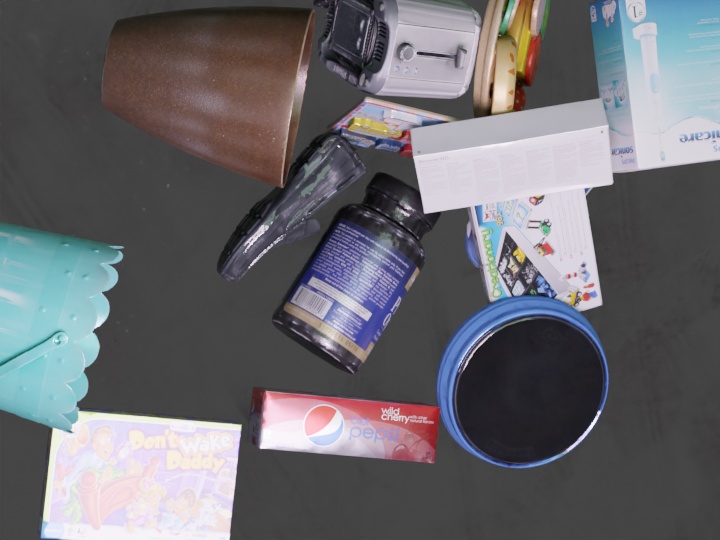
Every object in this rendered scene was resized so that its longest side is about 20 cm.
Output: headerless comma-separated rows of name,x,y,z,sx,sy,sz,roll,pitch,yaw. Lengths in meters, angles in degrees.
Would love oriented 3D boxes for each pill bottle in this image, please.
pill bottle,0.000,0.000,1.717,0.112,0.112,0.200,34,82,-13

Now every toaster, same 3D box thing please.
toaster,0.040,-0.249,1.700,0.129,0.200,0.114,4,107,-26

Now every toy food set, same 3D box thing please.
toy food set,0.163,-0.242,1.721,0.048,0.200,0.199,11,88,12

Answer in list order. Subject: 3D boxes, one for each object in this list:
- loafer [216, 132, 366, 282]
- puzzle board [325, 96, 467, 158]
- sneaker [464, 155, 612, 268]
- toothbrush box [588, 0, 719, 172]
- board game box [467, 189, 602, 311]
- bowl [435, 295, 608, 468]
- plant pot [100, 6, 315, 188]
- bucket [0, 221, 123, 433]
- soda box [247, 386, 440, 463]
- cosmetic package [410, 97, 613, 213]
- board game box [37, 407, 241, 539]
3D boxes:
loafer,-0.073,-0.059,1.718,0.070,0.068,0.201,44,82,-18
puzzle board,0.076,-0.141,1.716,0.199,0.151,0.017,12,80,-15
sneaker,0.197,-0.081,1.783,0.075,0.088,0.200,46,81,-13
toothbrush box,0.354,-0.220,1.826,0.146,0.085,0.201,-9,92,-16
board game box,0.190,-0.031,1.750,0.126,0.035,0.201,-16,124,-2
bowl,0.184,0.128,1.777,0.200,0.039,0.202,-4,109,-13
plant pot,-0.160,-0.196,1.649,0.199,0.187,0.188,11,88,-1
bucket,-0.325,0.053,1.585,0.134,0.207,0.208,15,86,-5
soda box,-0.018,0.168,1.735,0.199,0.070,0.064,6,88,-15
cosmetic package,0.156,-0.119,1.643,0.199,0.051,0.083,-8,137,5
board game box,-0.233,0.219,1.689,0.199,0.045,0.135,6,89,-15
